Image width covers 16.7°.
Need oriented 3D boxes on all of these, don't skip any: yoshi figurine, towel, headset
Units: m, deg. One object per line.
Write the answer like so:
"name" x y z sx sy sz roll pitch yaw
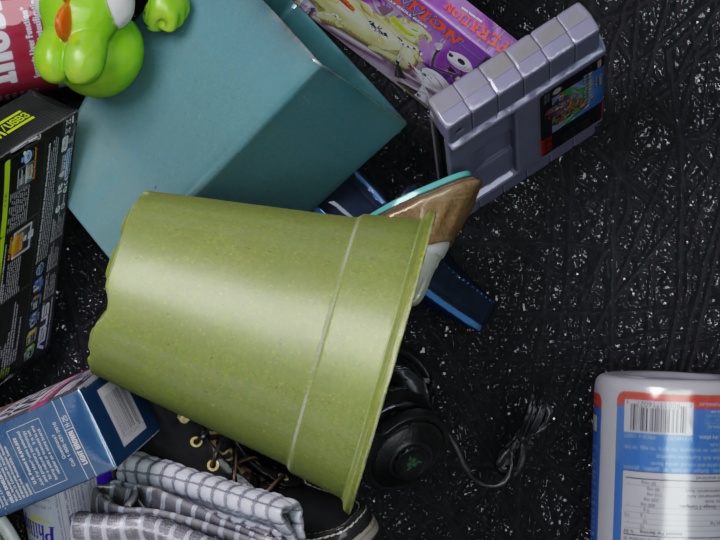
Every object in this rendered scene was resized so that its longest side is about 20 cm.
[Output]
"yoshi figurine" -0.167 -0.197 1.605 0.112 0.112 0.201 32 60 -34
"towel" -0.104 0.233 1.639 0.086 0.165 0.201 -39 132 -42
"headset" 0.031 0.093 1.719 0.199 0.124 0.094 25 112 -17

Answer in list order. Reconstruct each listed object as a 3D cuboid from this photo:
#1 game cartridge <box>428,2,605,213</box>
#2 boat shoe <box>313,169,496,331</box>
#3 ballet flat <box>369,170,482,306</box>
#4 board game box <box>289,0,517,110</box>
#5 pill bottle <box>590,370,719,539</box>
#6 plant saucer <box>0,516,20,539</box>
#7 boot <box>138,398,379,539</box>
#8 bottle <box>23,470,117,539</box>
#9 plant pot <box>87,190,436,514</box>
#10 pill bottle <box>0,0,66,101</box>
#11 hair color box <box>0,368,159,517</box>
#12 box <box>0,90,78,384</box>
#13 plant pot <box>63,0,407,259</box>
"game cartridge" 0.111 -0.106 1.696 0.129 0.200 0.038 -29 73 -4
"boat shoe" 0.023 -0.036 1.743 0.200 0.084 0.069 39 82 -9
"ballet flat" 0.000 0.000 1.675 0.199 0.068 0.073 -21 77 7
"board game box" 0.016 -0.185 1.718 0.200 0.120 0.032 37 62 -7
"pill bottle" 0.221 0.175 1.761 0.112 0.112 0.201 2 92 -8
"plant saucer" -0.328 0.231 1.713 0.199 0.050 0.201 0 91 -8
"boot" -0.089 0.125 1.668 0.073 0.199 0.151 -39 123 -40
"bottle" -0.198 0.191 1.713 0.065 0.083 0.201 -14 102 -24
"plant pot" -0.068 0.032 1.561 0.189 0.200 0.201 17 89 0
"pill bottle" -0.275 -0.167 1.680 0.199 0.113 0.114 -14 93 -8
"hair color box" -0.242 0.128 1.614 0.199 0.100 0.061 -24 95 16
"box" -0.264 0.005 1.601 0.047 0.193 0.201 25 125 21
"plant pot" -0.104 -0.092 1.674 0.200 0.141 0.141 -46 61 8
